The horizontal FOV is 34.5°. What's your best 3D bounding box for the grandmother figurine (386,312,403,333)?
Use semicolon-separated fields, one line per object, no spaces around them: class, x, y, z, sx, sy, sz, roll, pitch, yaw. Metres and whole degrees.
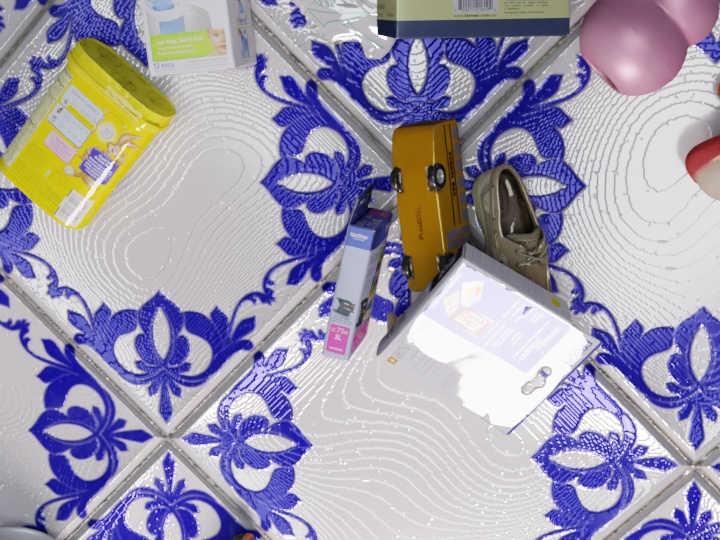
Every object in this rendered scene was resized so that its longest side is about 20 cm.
grandmother figurine;0.135;0.066;1.453;0.198;0.061;0.122;-9;128;10

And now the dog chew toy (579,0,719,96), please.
dog chew toy;0.342;-0.293;1.298;0.125;0.125;0.200;45;99;-2

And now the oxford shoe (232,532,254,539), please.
oxford shoe;-0.204;0.439;1.596;0.073;0.071;0.201;26;107;9

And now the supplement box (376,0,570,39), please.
supplement box;0.122;-0.362;1.285;0.198;0.134;0.201;-3;103;-8

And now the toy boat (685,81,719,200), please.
toy boat;0.454;-0.174;1.316;0.200;0.130;0.131;-38;63;16

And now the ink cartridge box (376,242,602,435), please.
ink cartridge box;0.153;0.085;1.393;0.199;0.047;0.198;30;127;-13

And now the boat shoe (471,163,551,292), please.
boat shoe;0.190;-0.029;1.391;0.072;0.065;0.201;-15;88;-18

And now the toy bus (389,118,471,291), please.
toy bus;0.087;-0.078;1.406;0.065;0.078;0.202;0;103;36

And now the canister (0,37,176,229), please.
canister;-0.351;-0.170;1.473;0.148;0.087;0.200;41;108;-1

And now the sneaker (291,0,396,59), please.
sneaker;-0.045;-0.318;1.388;0.199;0.070;0.081;26;109;3

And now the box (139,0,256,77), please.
box;-0.201;-0.341;1.395;0.112;0.101;0.202;-3;102;11

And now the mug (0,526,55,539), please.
mug;-0.469;0.475;1.627;0.199;0.148;0.176;3;115;-21

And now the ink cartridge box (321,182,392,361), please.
ink cartridge box;0.000;0.000;1.427;0.042;0.119;0.201;12;105;9
